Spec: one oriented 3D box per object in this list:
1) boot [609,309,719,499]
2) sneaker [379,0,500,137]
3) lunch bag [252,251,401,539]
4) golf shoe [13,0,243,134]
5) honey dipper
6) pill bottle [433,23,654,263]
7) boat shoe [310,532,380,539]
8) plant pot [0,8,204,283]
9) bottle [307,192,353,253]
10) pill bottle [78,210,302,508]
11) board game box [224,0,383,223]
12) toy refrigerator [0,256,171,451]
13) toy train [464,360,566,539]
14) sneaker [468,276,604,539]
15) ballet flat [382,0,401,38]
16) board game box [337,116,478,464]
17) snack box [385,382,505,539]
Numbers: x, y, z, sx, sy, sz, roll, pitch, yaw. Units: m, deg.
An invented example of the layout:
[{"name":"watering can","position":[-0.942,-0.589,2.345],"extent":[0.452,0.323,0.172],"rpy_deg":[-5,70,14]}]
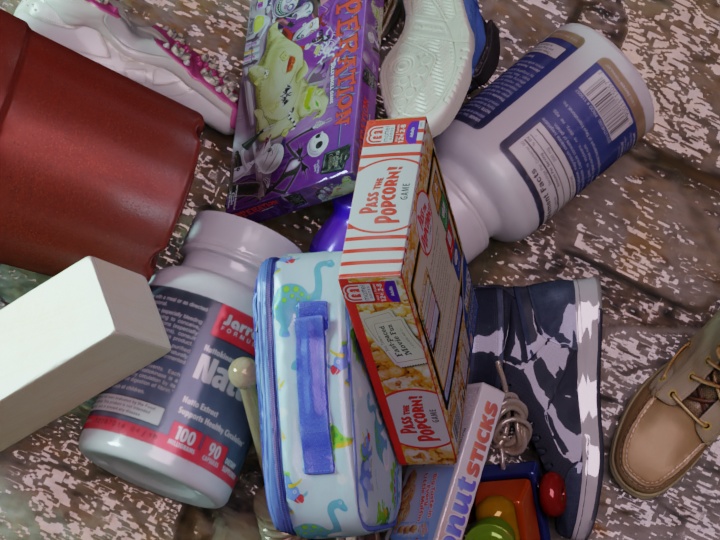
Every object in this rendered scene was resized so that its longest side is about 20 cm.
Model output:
[{"name":"boot","position":[0.277,0.084,1.683],"extent":[0.073,0.155,0.200],"rpy_deg":[44,74,2]},{"name":"sneaker","position":[0.065,-0.154,1.705],"extent":[0.077,0.111,0.200],"rpy_deg":[-12,48,15]},{"name":"lunch bag","position":[-0.023,0.087,1.545],"extent":[0.082,0.161,0.200],"rpy_deg":[-5,85,10]},{"name":"golf shoe","position":[-0.181,-0.155,1.709],"extent":[0.200,0.075,0.092],"rpy_deg":[34,104,-8]},{"name":"honey dipper","position":[-0.069,0.134,1.593],"extent":[0.038,0.200,0.038],"rpy_deg":[-5,48,5]},{"name":"pill bottle","position":[0.124,-0.093,1.719],"extent":[0.200,0.111,0.111],"rpy_deg":[-40,87,-16]},{"name":"boat shoe","position":[0.004,0.245,1.645],"extent":[0.075,0.075,0.203],"rpy_deg":[5,84,-17]},{"name":"plant pot","position":[-0.230,-0.081,1.619],"extent":[0.195,0.201,0.201],"rpy_deg":[20,74,-13]},{"name":"bottle","position":[0.000,0.000,1.659],"extent":[0.083,0.065,0.200],"rpy_deg":[9,103,-15]},{"name":"pill bottle","position":[-0.118,0.063,1.634],"extent":[0.119,0.120,0.200],"rpy_deg":[22,75,-5]},{"name":"board game box","position":[-0.040,-0.136,1.669],"extent":[0.120,0.032,0.200],"rpy_deg":[-14,54,28]},{"name":"toy refrigerator","position":[-0.243,0.068,1.579],"extent":[0.200,0.076,0.070],"rpy_deg":[-30,66,19]},{"name":"toy train","position":[0.101,0.178,1.613],"extent":[0.084,0.116,0.200],"rpy_deg":[-6,104,16]},{"name":"sneaker","position":[0.113,0.108,1.693],"extent":[0.146,0.077,0.203],"rpy_deg":[-1,85,-2]},{"name":"ballet flat","position":[-0.030,-0.161,1.732],"extent":[0.067,0.062,0.200],"rpy_deg":[29,74,-2]},{"name":"board game box","position":[0.037,0.016,1.546],"extent":[0.046,0.200,0.152],"rpy_deg":[-3,46,14]},{"name":"snack box","position":[0.050,0.179,1.599],"extent":[0.024,0.072,0.200],"rpy_deg":[27,71,-26]}]
